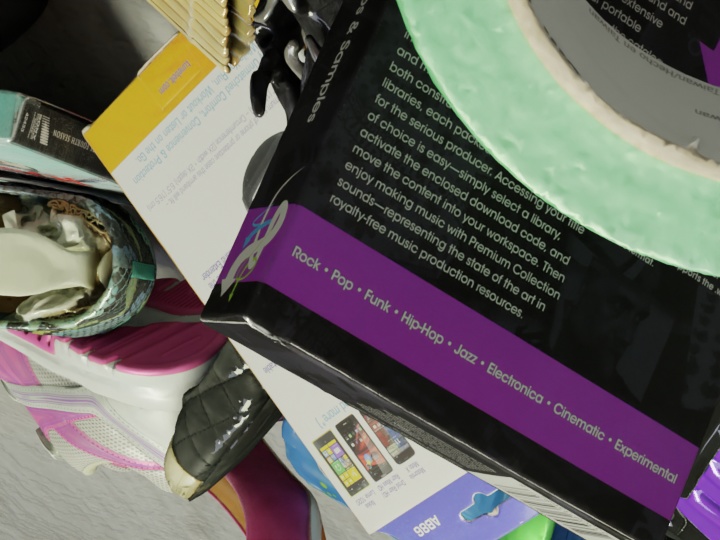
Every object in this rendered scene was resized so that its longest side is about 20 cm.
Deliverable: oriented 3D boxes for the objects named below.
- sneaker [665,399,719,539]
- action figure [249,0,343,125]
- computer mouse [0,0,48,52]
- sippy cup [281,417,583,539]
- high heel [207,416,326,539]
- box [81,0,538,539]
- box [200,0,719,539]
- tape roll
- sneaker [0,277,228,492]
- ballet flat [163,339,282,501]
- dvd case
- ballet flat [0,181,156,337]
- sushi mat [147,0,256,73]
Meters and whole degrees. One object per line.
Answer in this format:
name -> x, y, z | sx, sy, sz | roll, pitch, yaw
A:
sneaker -> 0.121, 0.046, 0.803 | 0.099, 0.070, 0.201 | -1, 139, 13
action figure -> -0.001, -0.100, 0.711 | 0.118, 0.102, 0.200 | -9, 128, 43
computer mouse -> -0.211, -0.104, 0.908 | 0.199, 0.053, 0.139 | 9, 153, 22
sippy cup -> 0.044, 0.062, 0.997 | 0.130, 0.140, 0.179 | 22, 122, 19
high heel -> -0.065, 0.103, 1.054 | 0.095, 0.201, 0.068 | -8, 142, 0
box -> 0.000, 0.000, 0.824 | 0.200, 0.041, 0.119 | 53, 138, 0
box -> 0.058, -0.043, 0.661 | 0.143, 0.201, 0.036 | 31, 166, -25
tape roll -> 0.104, -0.096, 0.567 | 0.199, 0.048, 0.202 | 4, 119, 8
sneaker -> -0.120, 0.041, 1.039 | 0.200, 0.081, 0.089 | 27, 135, 51
ballet flat -> -0.033, 0.005, 0.920 | 0.057, 0.066, 0.201 | 30, 119, 7
dvd case -> -0.155, -0.052, 0.928 | 0.145, 0.022, 0.200 | 10, 178, 16
ballet flat -> -0.178, -0.011, 0.938 | 0.199, 0.075, 0.074 | 1, 156, -4
sushi mat -> -0.096, -0.145, 0.650 | 0.200, 0.012, 0.096 | 43, 149, 21
